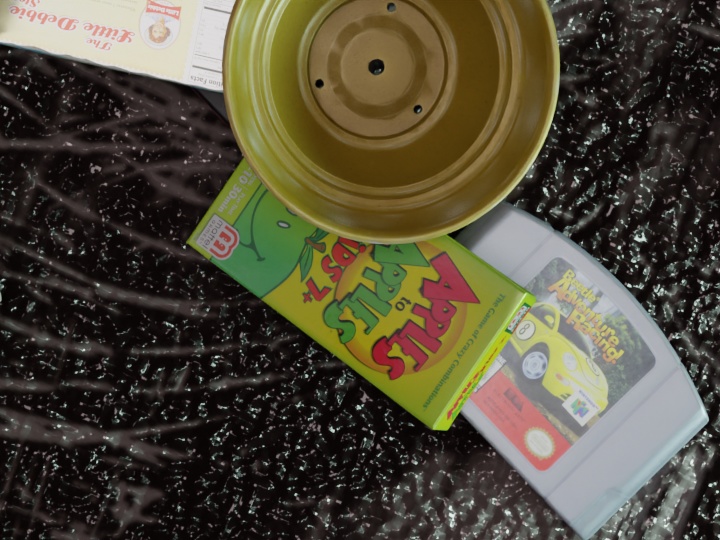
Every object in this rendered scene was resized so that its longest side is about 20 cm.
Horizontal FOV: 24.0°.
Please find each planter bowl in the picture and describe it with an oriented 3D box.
[{"bbox_3d":[0.014,-0.121,1.020,0.198,0.083,0.203,-1,98,-7],"label":"planter bowl"}]

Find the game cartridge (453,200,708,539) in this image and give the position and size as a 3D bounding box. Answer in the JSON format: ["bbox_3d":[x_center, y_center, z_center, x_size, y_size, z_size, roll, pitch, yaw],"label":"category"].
[{"bbox_3d":[0.123,0.057,1.092,0.133,0.041,0.200,-45,90,0],"label":"game cartridge"}]

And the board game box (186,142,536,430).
[{"bbox_3d":[0.000,0.000,1.064,0.199,0.048,0.102,36,93,15],"label":"board game box"}]

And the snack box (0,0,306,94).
[{"bbox_3d":[-0.129,-0.180,1.062,0.198,0.037,0.117,13,95,-1],"label":"snack box"}]

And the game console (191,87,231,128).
[{"bbox_3d":[-0.066,-0.217,1.088,0.200,0.031,0.177,-44,90,5],"label":"game console"}]
